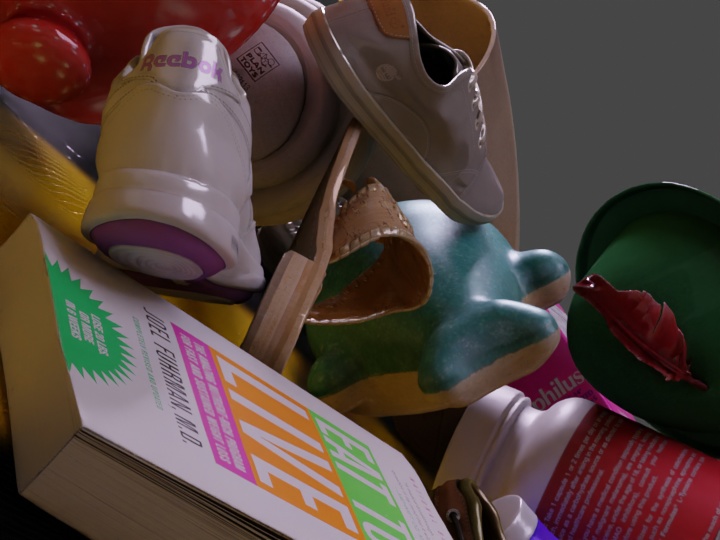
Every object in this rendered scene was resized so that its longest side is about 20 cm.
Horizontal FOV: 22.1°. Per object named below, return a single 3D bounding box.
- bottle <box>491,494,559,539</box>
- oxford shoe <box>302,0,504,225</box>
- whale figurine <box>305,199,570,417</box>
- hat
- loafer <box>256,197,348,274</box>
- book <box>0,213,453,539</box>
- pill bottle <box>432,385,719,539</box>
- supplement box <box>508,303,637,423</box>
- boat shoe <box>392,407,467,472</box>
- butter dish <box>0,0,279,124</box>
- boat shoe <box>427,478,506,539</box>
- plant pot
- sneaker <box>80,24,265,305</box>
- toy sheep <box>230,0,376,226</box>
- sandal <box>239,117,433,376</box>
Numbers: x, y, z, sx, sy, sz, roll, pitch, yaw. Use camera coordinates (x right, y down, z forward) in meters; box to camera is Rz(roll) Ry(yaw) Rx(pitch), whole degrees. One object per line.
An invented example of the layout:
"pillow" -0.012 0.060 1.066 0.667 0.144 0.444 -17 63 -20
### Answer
"bottle" 0.124 0.209 0.983 0.200 0.083 0.065 52 22 -13
"oxford shoe" 0.039 -0.081 0.935 0.200 0.058 0.075 43 18 -55
"whale figurine" 0.037 0.018 0.985 0.104 0.158 0.200 66 -8 -10
"hat" 0.133 0.054 0.999 0.165 0.176 0.201 7 -61 46
"loafer" 0.001 0.007 1.152 0.200 0.067 0.076 17 37 -50
"book" -0.045 0.073 0.676 0.200 0.048 0.134 35 18 -33
"pill bottle" 0.146 0.142 1.049 0.199 0.113 0.112 25 2 15
"supplement box" 0.142 0.118 1.346 0.201 0.101 0.103 58 11 26
"boat shoe" 0.093 0.123 1.167 0.200 0.073 0.063 50 13 -24
"butter dish" -0.118 -0.133 0.771 0.199 0.200 0.148 35 47 -29
"boat shoe" 0.067 0.184 0.827 0.201 0.068 0.072 60 9 25
"plant pot" 0.037 -0.059 1.286 0.188 0.186 0.201 -111 176 -57
"sneaker" -0.068 -0.040 0.746 0.200 0.074 0.100 132 -33 -81
"toy sheep" -0.055 -0.085 0.972 0.138 0.138 0.200 55 9 3
"sandal" -0.002 0.005 0.844 0.069 0.078 0.212 26 29 -2
